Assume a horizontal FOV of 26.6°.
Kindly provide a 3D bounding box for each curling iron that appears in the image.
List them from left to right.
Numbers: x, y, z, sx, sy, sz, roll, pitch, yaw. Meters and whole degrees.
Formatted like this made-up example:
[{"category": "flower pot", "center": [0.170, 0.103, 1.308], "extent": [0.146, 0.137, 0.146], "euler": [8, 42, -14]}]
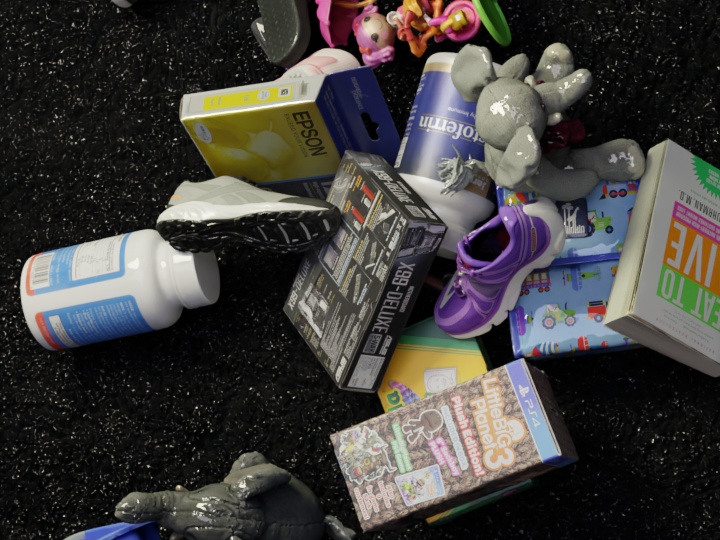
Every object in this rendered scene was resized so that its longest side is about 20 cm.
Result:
[{"category": "curling iron", "center": [0.050, -0.010, 1.638], "extent": [0.200, 0.050, 0.026], "euler": [24, 44, 21]}]

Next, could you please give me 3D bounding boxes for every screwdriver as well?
[{"category": "screwdriver", "center": [-0.062, -0.204, 1.713], "extent": [0.028, 0.029, 0.200], "euler": [-36, 82, 6]}]

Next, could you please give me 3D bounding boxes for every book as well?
[{"category": "book", "center": [0.325, -0.012, 1.500], "extent": [0.133, 0.048, 0.200], "euler": [26, 64, -19]}]

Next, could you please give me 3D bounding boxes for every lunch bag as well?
[{"category": "lunch bag", "center": [0.224, -0.016, 1.556], "extent": [0.150, 0.094, 0.200], "euler": [-8, 82, 11]}]

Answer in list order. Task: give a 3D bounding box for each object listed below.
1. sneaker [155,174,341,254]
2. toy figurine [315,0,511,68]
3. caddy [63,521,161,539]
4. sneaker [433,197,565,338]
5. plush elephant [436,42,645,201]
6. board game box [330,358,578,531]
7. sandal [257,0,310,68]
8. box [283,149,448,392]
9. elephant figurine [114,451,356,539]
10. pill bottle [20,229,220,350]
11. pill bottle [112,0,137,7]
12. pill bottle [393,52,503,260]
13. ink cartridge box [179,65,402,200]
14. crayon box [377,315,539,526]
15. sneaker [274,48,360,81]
[{"category": "sneaker", "center": [-0.115, -0.066, 1.584], "extent": [0.200, 0.074, 0.079], "euler": [2, 56, 20]}, {"category": "toy figurine", "center": [0.043, -0.288, 1.646], "extent": [0.184, 0.150, 0.200], "euler": [-28, 75, 21]}, {"category": "caddy", "center": [-0.292, 0.332, 1.616], "extent": [0.200, 0.141, 0.105], "euler": [-32, 77, 7]}, {"category": "sneaker", "center": [0.118, -0.007, 1.496], "extent": [0.200, 0.083, 0.081], "euler": [-56, 44, 44]}, {"category": "plush elephant", "center": [0.165, -0.146, 1.470], "extent": [0.200, 0.155, 0.165], "euler": [-24, 75, -6]}, {"category": "board game box", "center": [0.094, 0.171, 1.469], "extent": [0.200, 0.159, 0.097], "euler": [-23, 77, 10]}, {"category": "sandal", "center": [-0.078, -0.305, 1.705], "extent": [0.075, 0.048, 0.201], "euler": [-33, 49, 39]}, {"category": "box", "center": [0.000, 0.000, 1.565], "extent": [0.158, 0.050, 0.200], "euler": [50, 125, 50]}, {"category": "elephant figurine", "center": [-0.125, 0.256, 1.552], "extent": [0.155, 0.200, 0.142], "euler": [-36, 73, 6]}, {"category": "pill bottle", "center": [-0.262, 0.017, 1.676], "extent": [0.200, 0.112, 0.112], "euler": [-11, 78, 13]}, {"category": "pill bottle", "center": [-0.232, -0.404, 1.740], "extent": [0.200, 0.112, 0.112], "euler": [-40, 73, 6]}, {"category": "pill bottle", "center": [0.098, -0.118, 1.602], "extent": [0.116, 0.116, 0.200], "euler": [15, 85, 17]}, {"category": "ink cartridge box", "center": [-0.062, -0.128, 1.604], "extent": [0.200, 0.198, 0.047], "euler": [-5, 58, 15]}, {"category": "crayon box", "center": [0.093, 0.152, 1.586], "extent": [0.119, 0.058, 0.200], "euler": [-24, 76, 10]}, {"category": "sneaker", "center": [-0.072, -0.181, 1.674], "extent": [0.200, 0.105, 0.075], "euler": [-28, 95, 48]}]
